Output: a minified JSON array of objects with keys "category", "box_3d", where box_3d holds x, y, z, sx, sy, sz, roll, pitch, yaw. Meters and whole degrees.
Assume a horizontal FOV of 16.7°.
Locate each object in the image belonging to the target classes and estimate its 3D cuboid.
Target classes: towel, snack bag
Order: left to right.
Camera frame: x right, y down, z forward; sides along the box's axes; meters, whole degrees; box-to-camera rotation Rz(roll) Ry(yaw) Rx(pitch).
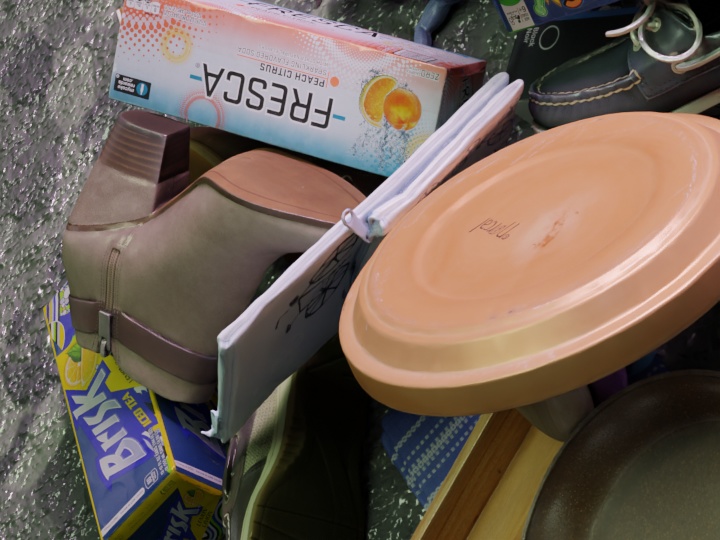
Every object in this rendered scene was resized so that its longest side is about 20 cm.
[{"category":"snack bag","box_3d":[0.000,0.000,1.214,0.200,0.021,0.189,-43,-10,-15]},{"category":"towel","box_3d":[0.093,0.086,1.202,0.145,0.024,0.200,-51,40,13]}]

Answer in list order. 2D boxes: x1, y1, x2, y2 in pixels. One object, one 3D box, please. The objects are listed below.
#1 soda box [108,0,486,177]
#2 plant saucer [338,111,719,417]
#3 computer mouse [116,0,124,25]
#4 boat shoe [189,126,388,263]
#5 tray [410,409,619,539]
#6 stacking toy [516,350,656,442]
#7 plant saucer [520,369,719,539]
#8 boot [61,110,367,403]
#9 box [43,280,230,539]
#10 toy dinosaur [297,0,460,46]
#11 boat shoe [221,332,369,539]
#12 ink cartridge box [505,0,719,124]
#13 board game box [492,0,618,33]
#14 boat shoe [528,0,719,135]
[{"category":"soda box","box_3d":[-0.035,-0.104,1.344,0.199,0.064,0.069,17,105,21]},{"category":"plant saucer","box_3d":[0.080,-0.011,1.059,0.199,0.032,0.201,-23,25,11]},{"category":"computer mouse","box_3d":[-0.057,-0.121,1.459,0.199,0.110,0.044,23,74,42]},{"category":"boat shoe","box_3d":[-0.047,-0.048,1.420,0.070,0.071,0.200,-33,32,-26]},{"category":"tray","box_3d":[0.065,0.146,1.151,0.099,0.037,0.201,30,91,50]},{"category":"stacking toy","box_3d":[0.144,-0.012,1.121,0.200,0.086,0.085,-37,36,-11]},{"category":"plant saucer","box_3d":[0.144,0.143,1.031,0.200,0.032,0.202,-13,72,47]},{"category":"boot","box_3d":[-0.080,0.004,1.337,0.199,0.070,0.147,25,116,33]},{"category":"box","box_3d":[-0.126,0.077,1.431,0.070,0.064,0.200,-46,40,22]},{"category":"toy dinosaur","box_3d":[0.029,-0.192,1.399,0.181,0.105,0.201,-2,55,30]},{"category":"boat shoe","box_3d":[-0.041,0.117,1.304,0.066,0.072,0.202,-28,43,44]},{"category":"ink cartridge box","box_3d":[0.159,-0.127,1.238,0.199,0.039,0.100,-1,67,49]},{"category":"board game box","box_3d":[0.165,-0.184,1.172,0.135,0.035,0.200,-13,21,46]},{"category":"boat shoe","box_3d":[0.161,-0.110,1.129,0.199,0.062,0.075,-14,33,30]}]
